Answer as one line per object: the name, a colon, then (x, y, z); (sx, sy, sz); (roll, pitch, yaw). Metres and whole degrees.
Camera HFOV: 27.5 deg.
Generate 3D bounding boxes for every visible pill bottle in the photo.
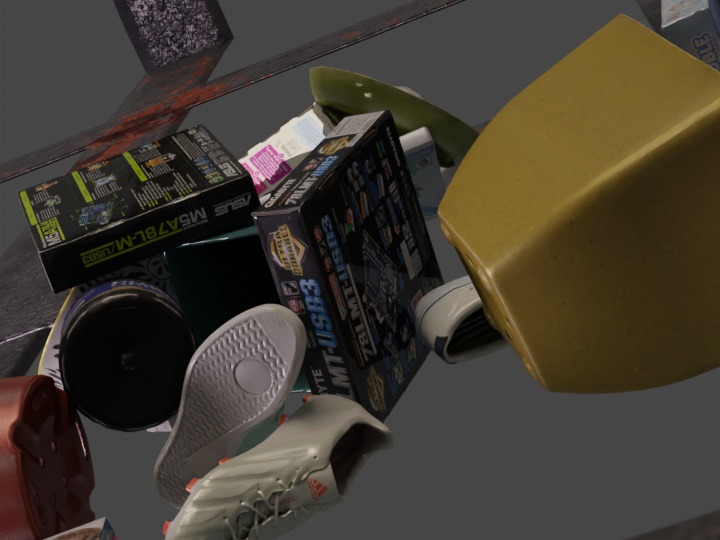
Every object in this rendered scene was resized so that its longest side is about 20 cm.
pill bottle: (-0.195, 0.064, 1.226); (0.111, 0.112, 0.200); (-26, 9, -8)

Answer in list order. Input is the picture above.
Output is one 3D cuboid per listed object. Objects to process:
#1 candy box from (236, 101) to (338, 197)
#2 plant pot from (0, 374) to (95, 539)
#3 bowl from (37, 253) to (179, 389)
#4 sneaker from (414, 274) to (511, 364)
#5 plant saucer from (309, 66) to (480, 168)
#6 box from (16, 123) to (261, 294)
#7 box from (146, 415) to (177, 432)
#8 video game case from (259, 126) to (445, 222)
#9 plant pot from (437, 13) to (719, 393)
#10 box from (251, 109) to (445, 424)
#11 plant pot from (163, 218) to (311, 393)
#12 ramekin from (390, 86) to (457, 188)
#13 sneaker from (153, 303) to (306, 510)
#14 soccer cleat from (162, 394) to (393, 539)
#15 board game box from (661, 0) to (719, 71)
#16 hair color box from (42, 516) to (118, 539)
candy box: (-0.098, -0.064, 1.499); (0.200, 0.061, 0.137); (-38, -21, -12)
plant pot: (-0.319, 0.171, 1.130); (0.194, 0.202, 0.201); (-11, 20, 9)
bowl: (-0.214, 0.050, 1.406); (0.202, 0.094, 0.201); (-60, -6, -11)
sneaker: (0.142, 0.020, 1.179); (0.199, 0.073, 0.071); (-29, 34, 1)
plant saucer: (0.034, -0.148, 1.485); (0.200, 0.199, 0.031); (13, 79, 61)
box: (-0.203, -0.061, 1.317); (0.192, 0.048, 0.200); (-24, 24, -11)
box: (-0.128, 0.078, 1.363); (0.039, 0.042, 0.200); (-5, 27, 42)
video game case: (-0.012, -0.060, 1.464); (0.199, 0.022, 0.182); (-24, -21, 0)
plant pot: (0.174, -0.027, 1.042); (0.199, 0.196, 0.194); (-31, 29, -1)
box: (0.000, 0.000, 1.174); (0.049, 0.201, 0.199); (-7, 25, 28)
plant pot: (-0.043, 0.008, 1.315); (0.141, 0.142, 0.200); (-7, 14, 39)
ramekin: (0.002, -0.129, 1.674); (0.199, 0.106, 0.200); (-21, 18, 7)
sneaker: (-0.085, 0.083, 1.125); (0.201, 0.074, 0.118); (-57, -7, 33)
soccer cleat: (-0.059, 0.155, 1.034); (0.077, 0.070, 0.200); (17, 43, 37)
board game box: (0.300, -0.142, 1.205); (0.043, 0.201, 0.199); (-20, 19, 20)
hair color box: (-0.261, 0.250, 1.021); (0.199, 0.061, 0.100); (-21, 19, 6)
